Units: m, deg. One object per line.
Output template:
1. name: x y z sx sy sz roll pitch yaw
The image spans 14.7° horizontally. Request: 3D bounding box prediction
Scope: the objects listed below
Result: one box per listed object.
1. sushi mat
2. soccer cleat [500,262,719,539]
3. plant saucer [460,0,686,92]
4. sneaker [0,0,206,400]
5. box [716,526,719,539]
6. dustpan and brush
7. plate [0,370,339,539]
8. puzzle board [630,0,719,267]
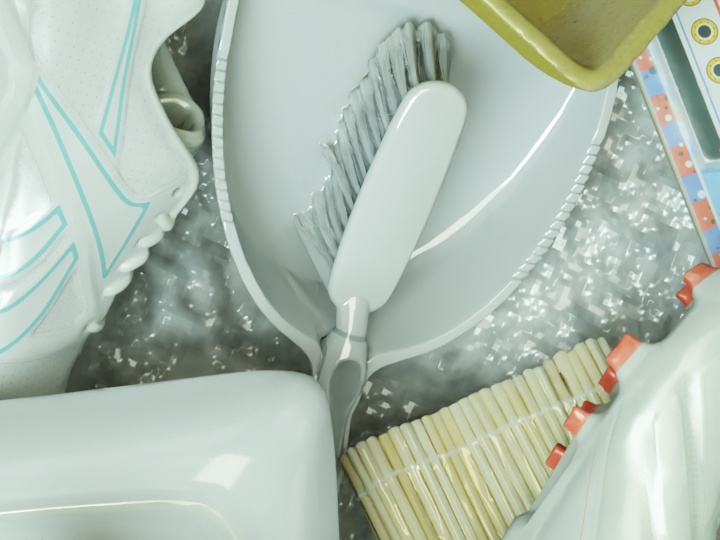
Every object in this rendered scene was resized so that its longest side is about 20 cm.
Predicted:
1. sushi mat: 0.077 0.125 0.862 0.095 0.012 0.201 -25 73 -4
2. soccer cleat: 0.081 0.083 0.837 0.077 0.069 0.200 36 85 8
3. plant saucer: 0.044 -0.170 0.889 0.200 0.048 0.200 42 59 0
4. sneaker: -0.088 -0.018 0.861 0.080 0.071 0.201 0 122 -13
5. box: 0.099 0.153 0.901 0.199 0.046 0.160 -20 87 -3
6. dustpan and brush: 0.000 0.000 0.893 0.139 0.057 0.201 11 112 -25
7. plate: -0.099 0.137 0.826 0.198 0.032 0.201 -5 100 -2
8. puzzle board: 0.174 -0.049 0.906 0.150 0.017 0.201 -18 77 -9
